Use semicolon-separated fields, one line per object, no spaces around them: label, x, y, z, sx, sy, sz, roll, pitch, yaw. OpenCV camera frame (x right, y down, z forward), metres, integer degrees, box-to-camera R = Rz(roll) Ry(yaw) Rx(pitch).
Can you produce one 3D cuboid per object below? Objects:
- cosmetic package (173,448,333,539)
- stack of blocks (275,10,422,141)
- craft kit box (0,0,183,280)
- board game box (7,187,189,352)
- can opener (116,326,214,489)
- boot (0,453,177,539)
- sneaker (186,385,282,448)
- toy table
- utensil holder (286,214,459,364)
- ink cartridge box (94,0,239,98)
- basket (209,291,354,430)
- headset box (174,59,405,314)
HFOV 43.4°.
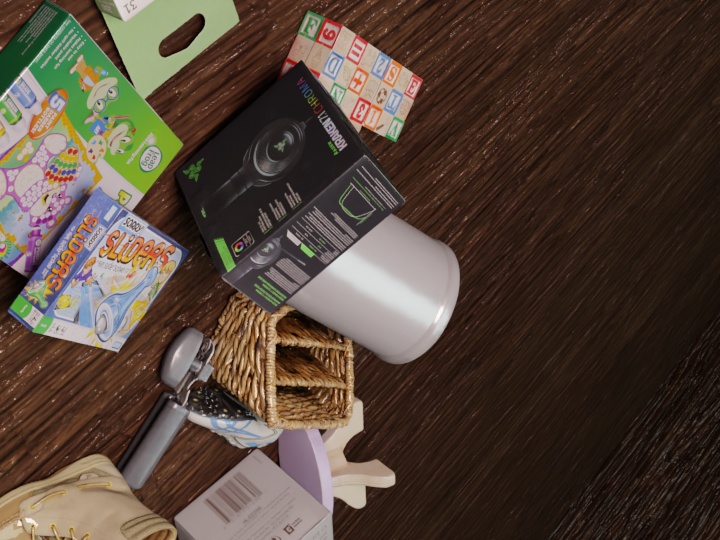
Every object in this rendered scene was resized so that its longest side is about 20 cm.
cosmetic package;-0.148;0.412;1.318;0.167;0.165;0.203;-37;143;-32
stack of blocks;-0.014;-0.216;1.094;0.199;0.058;0.117;12;105;-58
craft kit box;-0.279;-0.099;0.822;0.201;0.048;0.198;-54;152;-10
board game box;-0.249;0.007;0.893;0.137;0.034;0.200;-55;169;-4
can opener;-0.244;0.162;1.099;0.066;0.053;0.202;35;86;-27
boot;-0.317;0.298;0.985;0.198;0.154;0.074;-25;135;-43
sneaker;-0.171;0.204;1.208;0.073;0.072;0.199;-54;146;6
toy table;-0.044;0.293;1.376;0.115;0.183;0.204;-16;126;-32
utensil holder;0.000;0.000;1.129;0.198;0.169;0.172;30;91;-33
ink cartridge box;-0.175;-0.270;0.819;0.146;0.047;0.202;-45;141;-24
basket;-0.081;0.109;1.181;0.199;0.148;0.145;17;102;-57
headset box;-0.083;-0.083;0.939;0.199;0.175;0.093;-38;140;9
